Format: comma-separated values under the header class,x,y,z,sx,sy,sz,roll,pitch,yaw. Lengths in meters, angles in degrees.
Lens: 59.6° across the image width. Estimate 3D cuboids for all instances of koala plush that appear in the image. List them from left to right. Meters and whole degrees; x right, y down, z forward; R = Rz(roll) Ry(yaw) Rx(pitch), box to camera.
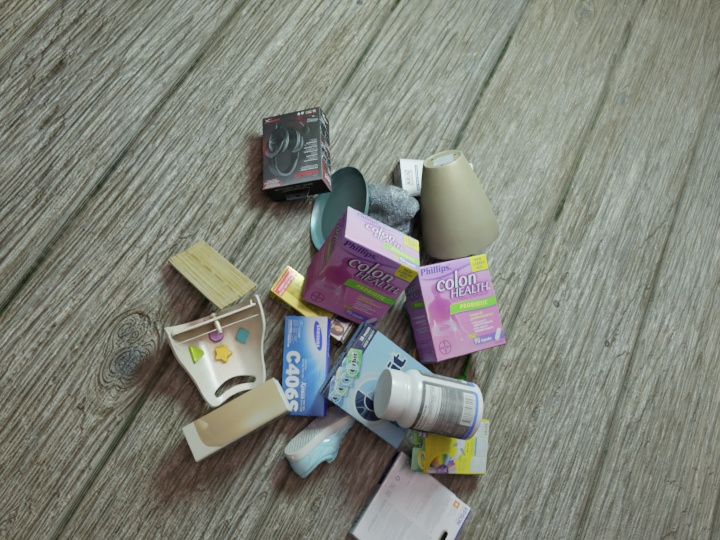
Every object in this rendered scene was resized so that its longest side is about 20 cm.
class,x,y,z,sx,sy,sz,roll,pitch,yaw
koala plush,0.045,-0.078,1.430,0.173,0.184,0.205,16,81,-10

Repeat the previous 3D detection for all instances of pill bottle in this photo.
class,x,y,z,sx,sy,sz,roll,pitch,yaw
pill bottle,0.132,0.261,1.242,0.196,0.114,0.116,15,69,-16

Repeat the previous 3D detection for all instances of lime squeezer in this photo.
class,x,y,z,sx,sy,sz,roll,pitch,yaw
lime squeezer,0.203,0.245,1.406,0.197,0.038,0.071,-17,52,-41

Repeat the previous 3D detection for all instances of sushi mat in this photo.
class,x,y,z,sx,sy,sz,roll,pitch,yaw
sushi mat,-0.312,0.007,1.316,0.095,0.012,0.199,-33,55,-33

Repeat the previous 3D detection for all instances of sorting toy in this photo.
class,x,y,z,sx,sy,sz,roll,pitch,yaw
sorting toy,-0.280,0.174,1.289,0.196,0.107,0.184,-19,85,-21

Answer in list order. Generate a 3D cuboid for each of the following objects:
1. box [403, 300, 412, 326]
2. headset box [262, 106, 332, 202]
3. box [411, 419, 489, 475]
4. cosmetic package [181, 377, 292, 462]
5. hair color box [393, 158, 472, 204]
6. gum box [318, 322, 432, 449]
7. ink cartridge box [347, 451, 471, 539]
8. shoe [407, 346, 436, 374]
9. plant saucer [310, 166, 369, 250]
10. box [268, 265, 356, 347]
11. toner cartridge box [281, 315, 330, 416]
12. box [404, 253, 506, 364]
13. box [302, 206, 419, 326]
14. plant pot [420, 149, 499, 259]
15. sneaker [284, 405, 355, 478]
class,x,y,z,sx,sy,sz,roll,pitch,yaw
box,0.211,0.091,1.470,0.196,0.060,0.119,-18,78,-21
headset box,-0.146,-0.256,1.443,0.145,0.077,0.205,-7,71,14
box,0.185,0.371,1.339,0.196,0.048,0.120,13,80,-32
cosmetic package,-0.237,0.292,1.231,0.197,0.105,0.072,-28,79,-9
hair color box,0.184,-0.214,1.562,0.195,0.061,0.103,1,72,-16
gum box,0.039,0.236,1.297,0.199,0.044,0.172,37,78,-12
ink cartridge box,0.105,0.521,1.309,0.199,0.041,0.201,39,66,-1
shoe,0.150,0.271,1.404,0.069,0.053,0.205,-9,78,-40
plant saucer,-0.043,-0.132,1.412,0.027,0.198,0.205,18,65,-39
box,-0.104,0.080,1.390,0.198,0.050,0.076,37,68,-1
toner cartridge box,-0.114,0.200,1.318,0.092,0.043,0.206,0,81,6
box,0.203,0.084,1.377,0.172,0.097,0.205,-10,83,-20
box,0.000,0.000,1.318,0.173,0.201,0.098,24,39,-18
plant pot,0.211,-0.162,1.438,0.185,0.186,0.204,-30,119,-22
sneaker,-0.068,0.352,1.312,0.198,0.073,0.084,-31,112,-27
